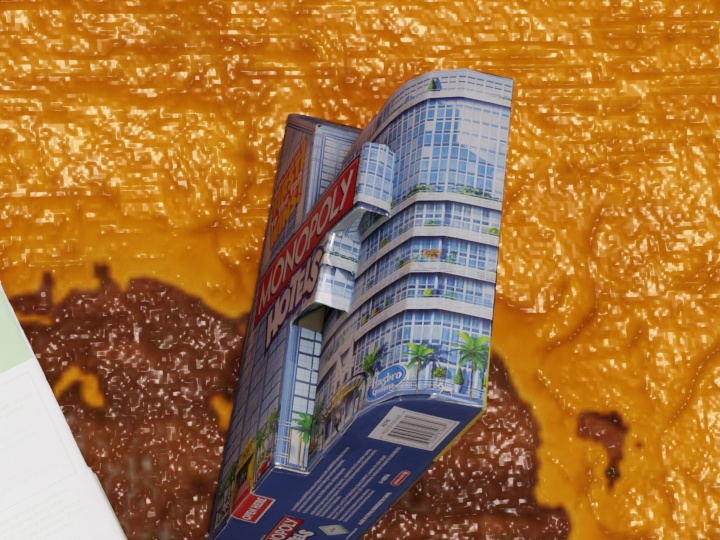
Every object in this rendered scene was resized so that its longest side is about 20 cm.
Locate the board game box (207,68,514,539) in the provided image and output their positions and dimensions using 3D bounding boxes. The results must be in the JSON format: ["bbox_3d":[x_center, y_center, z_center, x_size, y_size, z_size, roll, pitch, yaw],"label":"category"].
[{"bbox_3d":[0.000,0.000,1.088,0.061,0.200,0.201,13,61,-14],"label":"board game box"}]

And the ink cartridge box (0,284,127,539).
[{"bbox_3d":[-0.178,0.114,1.056,0.145,0.048,0.201,-27,92,-20],"label":"ink cartridge box"}]
